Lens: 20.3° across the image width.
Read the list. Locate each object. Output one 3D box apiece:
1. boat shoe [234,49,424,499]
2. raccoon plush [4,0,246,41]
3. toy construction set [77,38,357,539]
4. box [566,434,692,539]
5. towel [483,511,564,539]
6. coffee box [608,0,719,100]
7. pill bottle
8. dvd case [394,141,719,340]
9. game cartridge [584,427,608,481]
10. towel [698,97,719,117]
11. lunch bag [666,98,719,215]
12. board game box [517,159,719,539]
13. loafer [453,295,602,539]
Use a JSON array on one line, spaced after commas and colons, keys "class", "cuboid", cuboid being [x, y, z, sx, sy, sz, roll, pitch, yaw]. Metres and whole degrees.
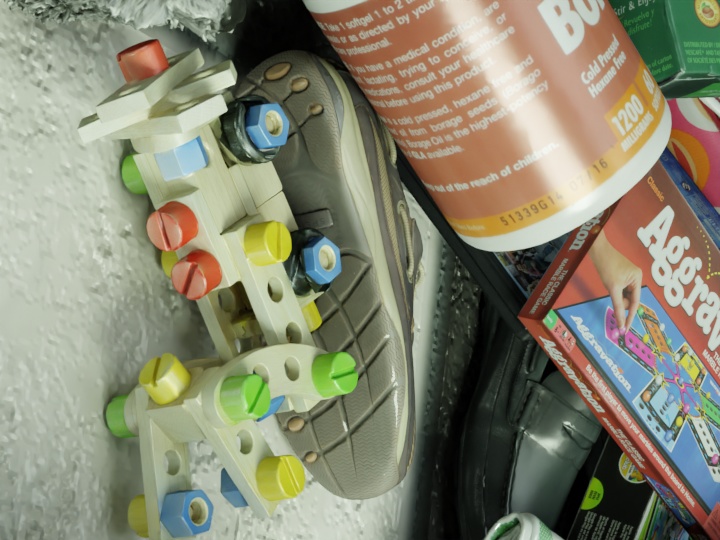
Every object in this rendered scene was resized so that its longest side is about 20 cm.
[{"class": "boat shoe", "cuboid": [0.000, 0.000, 0.896, 0.073, 0.074, 0.201, -12, 95, -53]}, {"class": "raccoon plush", "cuboid": [-0.124, -0.137, 0.771, 0.199, 0.134, 0.097, 3, 91, -19]}, {"class": "toy construction set", "cuboid": [-0.064, -0.003, 0.804, 0.131, 0.092, 0.200, -39, 126, -49]}, {"class": "box", "cuboid": [0.145, 0.134, 1.038, 0.200, 0.035, 0.110, -67, 152, -12]}, {"class": "towel", "cuboid": [0.091, 0.218, 0.944, 0.149, 0.031, 0.200, -51, 123, -3]}, {"class": "coffee box", "cuboid": [0.162, -0.184, 0.984, 0.123, 0.044, 0.201, -5, 79, -39]}, {"class": "pill bottle", "cuboid": [0.041, -0.116, 0.865, 0.200, 0.112, 0.112, 55, 44, -21]}, {"class": "dvd case", "cuboid": [0.100, -0.044, 1.012, 0.200, 0.018, 0.143, -16, 66, -49]}, {"class": "game cartridge", "cuboid": [0.183, 0.049, 1.171, 0.200, 0.041, 0.133, -19, 96, -53]}, {"class": "towel", "cuboid": [0.181, -0.186, 1.042, 0.144, 0.023, 0.200, 39, 53, -21]}, {"class": "lunch bag", "cuboid": [0.223, -0.065, 1.166, 0.176, 0.082, 0.200, -19, 81, -54]}, {"class": "board game box", "cuboid": [0.155, 0.044, 0.972, 0.200, 0.019, 0.103, 50, 64, -36]}, {"class": "loafer", "cuboid": [0.094, 0.068, 1.015, 0.068, 0.070, 0.201, 34, 58, -47]}]
